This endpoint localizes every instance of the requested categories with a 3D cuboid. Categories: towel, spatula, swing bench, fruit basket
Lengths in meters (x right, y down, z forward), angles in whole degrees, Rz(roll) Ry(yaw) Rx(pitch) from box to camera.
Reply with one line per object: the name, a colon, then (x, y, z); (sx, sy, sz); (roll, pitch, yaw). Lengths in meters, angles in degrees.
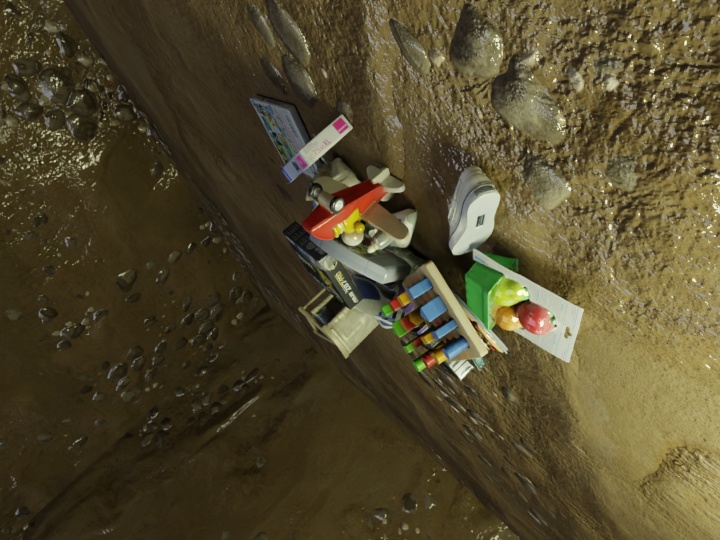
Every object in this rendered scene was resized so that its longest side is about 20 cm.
towel: (0.132, 0.020, 1.210); (0.148, 0.036, 0.201); (38, 162, 32)
spatula: (0.075, 0.038, 1.140); (0.020, 0.057, 0.200); (19, 168, 35)
swing bench: (-0.052, 0.134, 1.629); (0.199, 0.199, 0.130); (28, 155, 46)
fruit basket: (0.278, 0.058, 0.875); (0.199, 0.094, 0.186); (27, 155, 30)

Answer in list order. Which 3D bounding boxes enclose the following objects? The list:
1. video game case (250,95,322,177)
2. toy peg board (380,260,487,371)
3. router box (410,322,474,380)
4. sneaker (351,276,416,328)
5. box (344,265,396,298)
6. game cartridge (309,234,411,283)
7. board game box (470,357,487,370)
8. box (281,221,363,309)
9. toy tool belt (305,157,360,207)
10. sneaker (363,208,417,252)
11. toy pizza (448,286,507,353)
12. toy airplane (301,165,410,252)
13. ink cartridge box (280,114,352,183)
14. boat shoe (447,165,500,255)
video game case: (-0.171, -0.319, 1.235); (0.182, 0.022, 0.201); (31, 157, 44)
toy peg board: (0.131, 0.109, 1.028); (0.201, 0.097, 0.199); (58, 167, 6)
router box: (0.203, 0.197, 1.327); (0.157, 0.052, 0.200); (47, 176, 1)
sneaker: (0.048, 0.097, 1.264); (0.197, 0.081, 0.115); (25, 159, -4)
box: (0.000, 0.000, 1.269); (0.198, 0.041, 0.156); (27, 161, 8)
game cartridge: (-0.003, -0.037, 1.060); (0.199, 0.133, 0.041); (31, 114, 25)
board game box: (0.217, 0.139, 1.165); (0.136, 0.028, 0.200); (51, 180, 39)
box: (-0.089, -0.014, 1.187); (0.200, 0.049, 0.162); (37, 160, 50)
toy tool belt: (-0.070, -0.155, 1.164); (0.125, 0.122, 0.201); (49, 164, 17)
sneaker: (0.058, -0.084, 1.060); (0.079, 0.071, 0.200); (19, 166, -12)
toy pizza: (0.223, 0.100, 1.053); (0.200, 0.032, 0.200); (46, -176, -5)
toy airplane: (-0.006, -0.116, 0.988); (0.201, 0.196, 0.143); (-87, 0, -52)
ink cartridge box: (-0.098, -0.243, 1.053); (0.042, 0.119, 0.200); (48, 163, -10)
boat shoe: (0.173, -0.095, 0.829); (0.201, 0.070, 0.071); (78, 172, -65)
